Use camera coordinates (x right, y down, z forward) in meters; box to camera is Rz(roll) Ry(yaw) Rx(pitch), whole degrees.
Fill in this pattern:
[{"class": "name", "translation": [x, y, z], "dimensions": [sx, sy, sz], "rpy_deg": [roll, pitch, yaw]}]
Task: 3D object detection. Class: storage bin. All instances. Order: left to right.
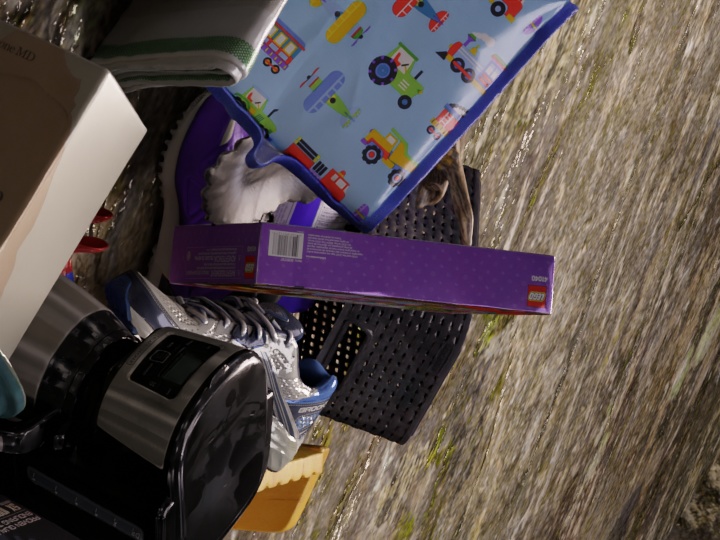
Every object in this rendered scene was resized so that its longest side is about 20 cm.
[{"class": "storage bin", "translation": [0.019, 0.010, 1.782], "dimensions": [0.201, 0.093, 0.136], "rpy_deg": [-85, -161, -51]}]

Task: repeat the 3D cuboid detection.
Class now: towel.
[{"class": "towel", "translation": [-0.061, -0.185, 1.416], "dimensions": [0.031, 0.149, 0.201], "rpy_deg": [47, 65, -31]}]

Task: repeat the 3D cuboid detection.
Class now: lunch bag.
[{"class": "lunch bag", "translation": [0.004, -0.133, 1.449], "dimensions": [0.200, 0.151, 0.094], "rpy_deg": [-49, -170, -13]}]

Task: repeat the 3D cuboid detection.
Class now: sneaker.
[{"class": "sneaker", "translation": [-0.086, 0.045, 1.558], "dimensions": [0.085, 0.077, 0.200], "rpy_deg": [-44, 135, 2]}, {"class": "sneaker", "translation": [-0.081, -0.027, 1.602], "dimensions": [0.070, 0.099, 0.201], "rpy_deg": [-39, 147, -54]}]

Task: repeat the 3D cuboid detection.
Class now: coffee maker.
[{"class": "coffee maker", "translation": [-0.155, 0.085, 1.393], "dimensions": [0.135, 0.199, 0.192], "rpy_deg": [-57, 160, -19]}]

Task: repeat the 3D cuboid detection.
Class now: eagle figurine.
[{"class": "eagle figurine", "translation": [-0.022, -0.106, 1.550], "dimensions": [0.198, 0.152, 0.152], "rpy_deg": [4, 127, -25]}]

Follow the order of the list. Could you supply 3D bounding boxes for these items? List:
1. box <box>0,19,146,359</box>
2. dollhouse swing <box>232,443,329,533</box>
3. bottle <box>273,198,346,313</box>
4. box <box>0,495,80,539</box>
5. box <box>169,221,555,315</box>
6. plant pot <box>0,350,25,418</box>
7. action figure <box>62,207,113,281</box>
[{"class": "box", "translation": [-0.207, -0.025, 1.285], "dimensions": [0.201, 0.094, 0.078], "rpy_deg": [-62, 161, -14]}, {"class": "dollhouse swing", "translation": [-0.135, 0.210, 1.676], "dimensions": [0.200, 0.180, 0.178], "rpy_deg": [-2, 96, -70]}, {"class": "bottle", "translation": [-0.032, -0.071, 1.736], "dimensions": [0.201, 0.065, 0.083], "rpy_deg": [-69, 166, 10]}, {"class": "box", "translation": [-0.220, 0.215, 1.438], "dimensions": [0.200, 0.163, 0.087], "rpy_deg": [-17, 130, -65]}, {"class": "box", "translation": [0.000, 0.000, 1.481], "dimensions": [0.137, 0.198, 0.039], "rpy_deg": [1, -95, 64]}, {"class": "plant pot", "translation": [-0.283, 0.065, 1.062], "dimensions": [0.196, 0.200, 0.201], "rpy_deg": [-50, 157, -19]}, {"class": "action figure", "translation": [-0.185, 0.060, 1.500], "dimensions": [0.066, 0.051, 0.201], "rpy_deg": [-102, -154, -60]}]
